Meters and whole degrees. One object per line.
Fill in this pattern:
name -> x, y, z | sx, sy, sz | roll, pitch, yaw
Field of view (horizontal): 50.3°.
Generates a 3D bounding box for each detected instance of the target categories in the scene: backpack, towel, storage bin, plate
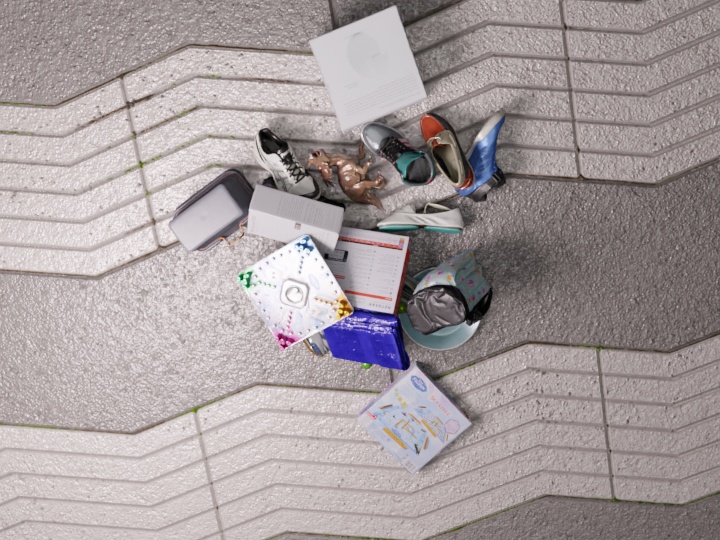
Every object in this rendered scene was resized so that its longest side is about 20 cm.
backpack -> 0.205, 0.046, 1.682 | 0.166, 0.200, 0.128 | -10, 108, 39
towel -> 0.006, 0.156, 1.705 | 0.198, 0.050, 0.149 | 7, 128, 30
storage bin -> -0.329, -0.117, 1.718 | 0.199, 0.134, 0.146 | -34, 99, 9
plate -> 0.187, 0.088, 1.802 | 0.198, 0.026, 0.202 | 0, 101, 1

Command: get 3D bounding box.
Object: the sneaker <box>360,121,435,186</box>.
sneaker -> 0.087, -0.250, 1.675 | 0.199, 0.121, 0.084 | 33, 100, -13

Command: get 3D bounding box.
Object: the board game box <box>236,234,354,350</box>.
board game box -> -0.146, 0.053, 1.671 | 0.199, 0.026, 0.201 | -28, 100, 20

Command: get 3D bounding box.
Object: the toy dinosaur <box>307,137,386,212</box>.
toy dinosaur -> -0.023, -0.204, 1.718 | 0.135, 0.086, 0.201 | -31, 104, 7

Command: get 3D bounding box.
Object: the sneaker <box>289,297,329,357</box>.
sneaker -> -0.116, 0.105, 1.772 | 0.088, 0.075, 0.201 | -42, 128, -18

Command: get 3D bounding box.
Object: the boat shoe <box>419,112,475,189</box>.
boat shoe -> 0.182, -0.264, 1.674 | 0.071, 0.062, 0.201 | -38, 70, 31

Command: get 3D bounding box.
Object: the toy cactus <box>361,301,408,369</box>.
toy cactus -> 0.039, 0.131, 1.786 | 0.165, 0.102, 0.201 | 40, 128, 17

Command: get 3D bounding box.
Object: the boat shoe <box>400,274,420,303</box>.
boat shoe -> 0.065, 0.020, 1.757 | 0.199, 0.062, 0.073 | 25, 100, 10

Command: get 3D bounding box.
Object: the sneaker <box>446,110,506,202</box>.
sneaker -> 0.289, -0.246, 1.700 | 0.111, 0.077, 0.201 | 33, 105, 1

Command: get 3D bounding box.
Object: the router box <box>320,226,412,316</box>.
router box -> 0.000, 0.000, 1.717 | 0.198, 0.049, 0.181 | 10, 75, 14

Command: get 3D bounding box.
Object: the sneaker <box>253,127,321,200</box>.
sneaker -> -0.166, -0.229, 1.681 | 0.200, 0.088, 0.076 | 43, 68, 10

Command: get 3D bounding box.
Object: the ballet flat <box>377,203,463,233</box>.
ballet flat -> 0.137, -0.120, 1.746 | 0.198, 0.069, 0.070 | 1, 102, -3

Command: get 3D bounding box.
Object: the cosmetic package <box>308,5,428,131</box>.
cosmetic package -> 0.019, -0.429, 1.647 | 0.198, 0.123, 0.202 | -20, 99, 5

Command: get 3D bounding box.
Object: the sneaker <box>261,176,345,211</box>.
sneaker -> -0.130, -0.170, 1.734 | 0.198, 0.076, 0.088 | 6, 97, 1

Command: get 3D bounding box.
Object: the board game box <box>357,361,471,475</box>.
board game box -> 0.130, 0.359, 1.852 | 0.199, 0.041, 0.200 | -42, 97, 10

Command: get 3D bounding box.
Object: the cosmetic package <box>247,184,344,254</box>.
cosmetic package -> -0.142, -0.109, 1.663 | 0.198, 0.102, 0.075 | 13, 61, -4
